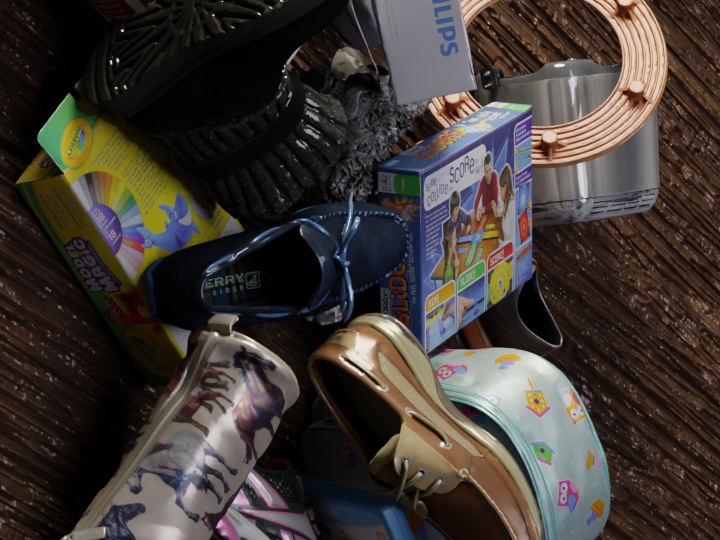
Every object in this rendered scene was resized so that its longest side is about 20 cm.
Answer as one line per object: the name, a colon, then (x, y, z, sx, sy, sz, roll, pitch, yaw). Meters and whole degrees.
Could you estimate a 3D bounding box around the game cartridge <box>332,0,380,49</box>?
game cartridge: (-0.018, -0.273, 1.824, 0.201, 0.040, 0.134, 59, 44, -29)

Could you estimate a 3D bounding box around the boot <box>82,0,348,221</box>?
boot: (-0.051, -0.122, 1.517, 0.158, 0.210, 0.080, 37, 42, -37)

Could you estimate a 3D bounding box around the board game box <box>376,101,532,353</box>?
board game box: (0.071, -0.033, 1.756, 0.200, 0.034, 0.136, -31, 124, -59)

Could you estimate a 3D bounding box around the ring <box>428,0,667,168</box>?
ring: (0.140, -0.168, 1.900, 0.019, 0.199, 0.201, 86, 16, -59)

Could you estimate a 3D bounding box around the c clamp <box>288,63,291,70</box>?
c clamp: (-0.100, -0.183, 1.692, 0.171, 0.027, 0.201, -46, 119, -49)

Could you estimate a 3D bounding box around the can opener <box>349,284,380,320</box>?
can opener: (0.000, 0.000, 1.788, 0.199, 0.053, 0.067, 6, 49, -54)

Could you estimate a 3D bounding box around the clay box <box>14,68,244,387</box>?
clay box: (-0.145, -0.038, 1.577, 0.201, 0.047, 0.115, 59, 41, -27)

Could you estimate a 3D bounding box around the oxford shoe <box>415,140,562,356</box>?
oxford shoe: (0.098, -0.017, 1.897, 0.201, 0.073, 0.071, 62, 40, -25)

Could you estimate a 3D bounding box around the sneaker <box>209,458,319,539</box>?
sneaker: (-0.055, 0.172, 1.622, 0.200, 0.080, 0.087, 51, 55, -38)

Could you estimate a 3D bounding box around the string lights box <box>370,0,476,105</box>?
string lights box: (0.036, -0.199, 1.705, 0.200, 0.059, 0.103, -99, 178, -67)

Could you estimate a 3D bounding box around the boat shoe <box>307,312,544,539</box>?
boat shoe: (0.035, 0.121, 1.575, 0.074, 0.076, 0.200, -22, 65, -43)

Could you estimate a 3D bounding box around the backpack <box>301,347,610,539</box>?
backpack: (0.068, 0.146, 1.707, 0.153, 0.199, 0.177, -31, 109, -49)

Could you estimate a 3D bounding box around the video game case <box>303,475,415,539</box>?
video game case: (0.015, 0.232, 1.669, 0.018, 0.143, 0.201, -35, 113, -28)

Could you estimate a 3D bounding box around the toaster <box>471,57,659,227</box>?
toaster: (0.168, -0.104, 1.983, 0.200, 0.113, 0.130, -9, 92, -57)

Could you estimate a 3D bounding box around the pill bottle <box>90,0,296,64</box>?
pill bottle: (-0.127, -0.204, 1.568, 0.200, 0.112, 0.113, 46, 48, -32)

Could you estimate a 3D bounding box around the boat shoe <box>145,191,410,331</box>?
boat shoe: (-0.041, 0.006, 1.573, 0.199, 0.068, 0.085, -23, 104, -34)

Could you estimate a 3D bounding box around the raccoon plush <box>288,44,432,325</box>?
raccoon plush: (-0.012, -0.061, 1.718, 0.134, 0.096, 0.202, 10, 86, -61)

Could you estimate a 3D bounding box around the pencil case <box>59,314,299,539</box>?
pencil case: (-0.117, 0.126, 1.502, 0.201, 0.077, 0.090, -57, 144, -16)

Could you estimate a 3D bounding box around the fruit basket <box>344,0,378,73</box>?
fruit basket: (-0.050, -0.250, 1.620, 0.186, 0.093, 0.201, 68, 2, -53)
